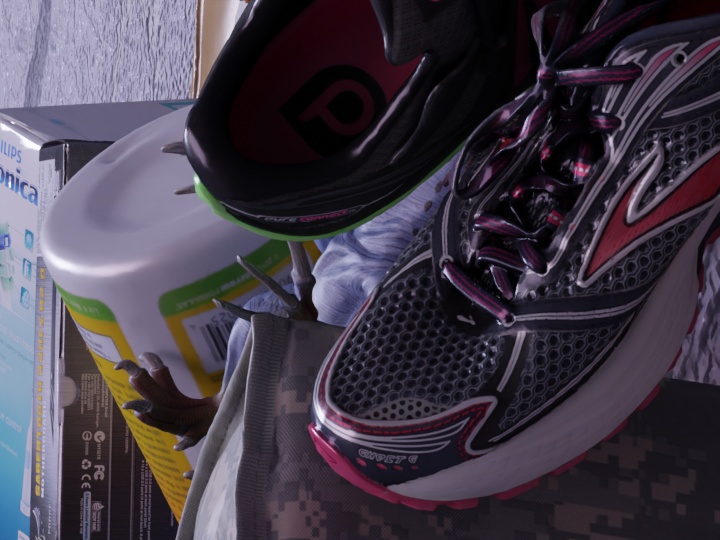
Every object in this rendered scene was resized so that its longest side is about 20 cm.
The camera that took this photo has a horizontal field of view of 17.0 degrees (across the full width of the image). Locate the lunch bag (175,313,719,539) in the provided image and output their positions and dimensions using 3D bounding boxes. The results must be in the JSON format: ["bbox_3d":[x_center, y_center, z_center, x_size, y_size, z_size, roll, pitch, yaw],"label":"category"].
[{"bbox_3d":[0.025,0.112,0.701,0.200,0.163,0.118,113,163,-54],"label":"lunch bag"}]

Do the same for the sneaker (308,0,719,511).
[{"bbox_3d":[0.057,-0.029,0.594,0.200,0.075,0.081,-48,50,-4],"label":"sneaker"}]

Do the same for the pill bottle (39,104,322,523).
[{"bbox_3d":[-0.030,0.046,0.896,0.201,0.110,0.111,66,175,-29],"label":"pill bottle"}]

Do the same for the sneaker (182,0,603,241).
[{"bbox_3d":[0.031,-0.080,0.619,0.200,0.077,0.084,-48,-9,13],"label":"sneaker"}]

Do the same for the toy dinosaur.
[{"bbox_3d":[0.000,0.000,0.770,0.181,0.199,0.105,-43,52,20],"label":"toy dinosaur"}]

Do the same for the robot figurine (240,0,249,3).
[{"bbox_3d":[0.038,-0.152,0.691,0.058,0.199,0.146,9,-113,-67],"label":"robot figurine"}]

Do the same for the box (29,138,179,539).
[{"bbox_3d":[-0.055,0.049,0.991,0.048,0.157,0.202,-179,90,-68],"label":"box"}]

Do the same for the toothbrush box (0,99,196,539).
[{"bbox_3d":[-0.096,0.029,1.094,0.085,0.146,0.202,29,119,49],"label":"toothbrush box"}]

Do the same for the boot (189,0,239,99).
[{"bbox_3d":[-0.068,-0.111,1.214,0.175,0.066,0.202,31,120,56],"label":"boot"}]

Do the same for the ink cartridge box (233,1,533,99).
[{"bbox_3d":[0.025,-0.065,0.825,0.163,0.057,0.200,51,165,12],"label":"ink cartridge box"}]
